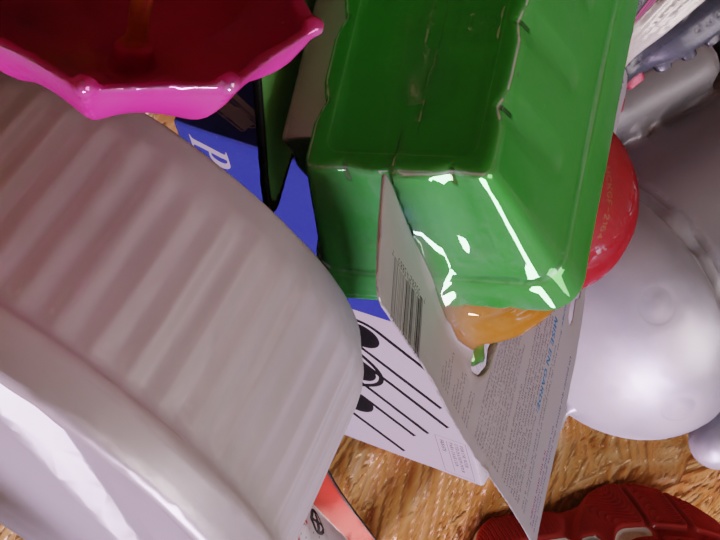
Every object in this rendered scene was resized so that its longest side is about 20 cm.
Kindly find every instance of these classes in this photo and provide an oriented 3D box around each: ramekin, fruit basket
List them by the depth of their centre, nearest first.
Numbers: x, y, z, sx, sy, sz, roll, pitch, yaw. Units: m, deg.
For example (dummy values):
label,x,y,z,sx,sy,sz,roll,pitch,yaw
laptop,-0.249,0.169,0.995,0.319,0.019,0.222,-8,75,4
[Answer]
label,x,y,z,sx,sy,sz,roll,pitch,yaw
ramekin,-0.089,0.017,0.910,0.094,0.202,0.203,-54,152,-17
fruit basket,0.043,-0.032,0.967,0.200,0.093,0.186,64,36,-62

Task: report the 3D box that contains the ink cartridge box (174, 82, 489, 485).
label,x,y,z,sx,sy,sz,roll,pitch,yaw
ink cartridge box,0.000,0.000,1.099,0.044,0.094,0.200,-60,155,-26

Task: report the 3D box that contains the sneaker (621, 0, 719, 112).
label,x,y,z,sx,sy,sz,roll,pitch,yaw
sneaker,0.072,-0.095,1.131,0.200,0.081,0.075,-42,121,-16

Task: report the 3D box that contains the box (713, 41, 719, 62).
label,x,y,z,sx,sy,sz,roll,pitch,yaw
box,0.137,-0.084,1.260,0.201,0.036,0.143,-56,150,7

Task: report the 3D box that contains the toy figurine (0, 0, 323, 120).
label,x,y,z,sx,sy,sz,roll,pitch,yaw
toy figurine,-0.052,-0.131,0.735,0.200,0.149,0.185,59,33,-86

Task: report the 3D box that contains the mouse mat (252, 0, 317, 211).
label,x,y,z,sx,sy,sz,roll,pitch,yaw
mouse mat,-0.006,-0.137,0.929,0.161,0.007,0.201,87,18,-50

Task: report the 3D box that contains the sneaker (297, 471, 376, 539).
label,x,y,z,sx,sy,sz,roll,pitch,yaw
sneaker,-0.055,0.116,1.191,0.108,0.067,0.202,-42,146,-13

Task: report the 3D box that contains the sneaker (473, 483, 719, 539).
label,x,y,z,sx,sy,sz,roll,pitch,yaw
sneaker,0.104,0.174,1.482,0.199,0.078,0.116,5,129,-42

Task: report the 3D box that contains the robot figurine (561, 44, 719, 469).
label,x,y,z,sx,sy,sz,roll,pitch,yaw
robot figurine,0.136,-0.007,1.194,0.200,0.113,0.170,-32,108,-29
